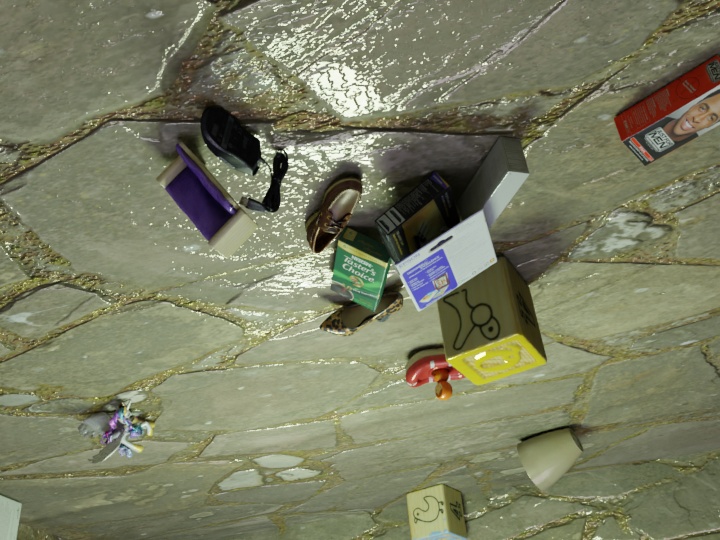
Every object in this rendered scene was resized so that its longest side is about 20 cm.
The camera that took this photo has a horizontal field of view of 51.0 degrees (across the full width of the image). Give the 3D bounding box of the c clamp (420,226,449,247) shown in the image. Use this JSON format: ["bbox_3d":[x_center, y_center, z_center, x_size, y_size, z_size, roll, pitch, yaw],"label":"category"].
[{"bbox_3d":[0.172,-0.023,1.563,0.169,0.027,0.203,-31,144,-28],"label":"c clamp"}]

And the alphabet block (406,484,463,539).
[{"bbox_3d":[0.327,1.056,3.241,0.192,0.204,0.196,-22,145,23],"label":"alphabet block"}]

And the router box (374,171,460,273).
[{"bbox_3d":[0.123,-0.078,1.515,0.156,0.052,0.201,-39,146,-6],"label":"router box"}]

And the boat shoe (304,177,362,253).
[{"bbox_3d":[-0.050,-0.105,1.494,0.070,0.069,0.200,11,143,-25],"label":"boat shoe"}]

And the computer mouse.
[{"bbox_3d":[-0.210,-0.179,1.295,0.045,0.144,0.198,-14,150,39],"label":"computer mouse"}]

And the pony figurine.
[{"bbox_3d":[-0.720,0.483,2.249,0.192,0.167,0.201,-38,144,-9],"label":"pony figurine"}]

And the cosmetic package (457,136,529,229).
[{"bbox_3d":[0.253,-0.156,1.453,0.049,0.084,0.201,5,147,-17],"label":"cosmetic package"}]

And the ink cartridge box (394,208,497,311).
[{"bbox_3d":[0.164,-0.028,1.465,0.196,0.044,0.201,-32,147,0],"label":"ink cartridge box"}]

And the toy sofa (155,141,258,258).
[{"bbox_3d":[-0.272,-0.123,1.297,0.083,0.200,0.098,-44,150,-1],"label":"toy sofa"}]

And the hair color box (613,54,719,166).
[{"bbox_3d":[0.564,-0.278,1.336,0.198,0.062,0.100,-32,139,33],"label":"hair color box"}]

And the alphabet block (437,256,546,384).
[{"bbox_3d":[0.303,0.122,1.768,0.192,0.204,0.196,-22,145,25],"label":"alphabet block"}]

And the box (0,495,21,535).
[{"bbox_3d":[-1.398,0.954,2.791,0.194,0.204,0.172,-14,146,12],"label":"box"}]

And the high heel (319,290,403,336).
[{"bbox_3d":[0.004,0.095,1.803,0.196,0.073,0.143,-11,158,-25],"label":"high heel"}]

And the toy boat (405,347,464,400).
[{"bbox_3d":[0.224,0.298,2.107,0.194,0.133,0.132,-6,148,0],"label":"toy boat"}]

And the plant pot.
[{"bbox_3d":[0.701,0.665,2.740,0.198,0.190,0.186,-36,139,18],"label":"plant pot"}]

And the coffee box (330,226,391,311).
[{"bbox_3d":[0.000,0.000,1.644,0.121,0.044,0.202,26,147,7],"label":"coffee box"}]
